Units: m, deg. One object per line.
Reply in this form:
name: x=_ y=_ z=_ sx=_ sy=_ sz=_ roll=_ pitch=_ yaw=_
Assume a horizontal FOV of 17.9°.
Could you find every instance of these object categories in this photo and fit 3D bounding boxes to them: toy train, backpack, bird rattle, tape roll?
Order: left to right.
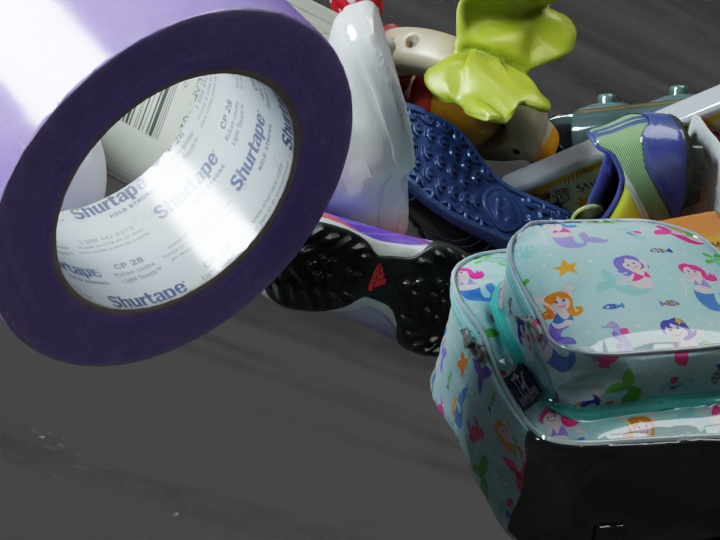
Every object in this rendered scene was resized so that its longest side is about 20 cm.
tape roll: x=-0.107 y=-0.059 z=1.083 sx=0.199 sy=0.201 sz=0.085 roll=10 pitch=29 yaw=-49
bird rattle: x=0.047 y=-0.120 z=1.495 sx=0.199 sy=0.113 sz=0.163 roll=3 pitch=-31 yaw=32
backpack: x=0.133 y=0.055 z=1.258 sx=0.176 sy=0.152 sz=0.200 roll=-2 pitch=26 yaw=-19
toy train: x=0.212 y=-0.086 z=1.554 sx=0.199 sy=0.086 sz=0.114 roll=-3 pitch=-1 yaw=21

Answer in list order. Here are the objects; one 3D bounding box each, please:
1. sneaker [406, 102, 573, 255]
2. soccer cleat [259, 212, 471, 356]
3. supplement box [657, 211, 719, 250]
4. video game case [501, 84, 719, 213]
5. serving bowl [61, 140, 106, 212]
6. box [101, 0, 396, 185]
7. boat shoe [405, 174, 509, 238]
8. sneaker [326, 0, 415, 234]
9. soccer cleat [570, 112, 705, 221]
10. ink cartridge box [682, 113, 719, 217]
sneaker: x=0.060 y=-0.032 z=1.460 sx=0.199 sy=0.078 sz=0.070 roll=34 pitch=48 yaw=-26
soccer cleat: x=0.000 y=0.000 z=1.332 sx=0.199 sy=0.069 sz=0.073 roll=16 pitch=10 yaw=-44
supplement box: x=0.228 y=0.056 z=1.334 sx=0.066 sy=0.069 sz=0.200 roll=-9 pitch=49 yaw=-31
video game case: x=0.222 y=-0.035 z=1.506 sx=0.182 sy=0.199 sz=0.023 roll=45 pitch=39 yaw=-33
serving bowl: x=-0.216 y=-0.092 z=1.206 sx=0.199 sy=0.066 sz=0.200 roll=28 pitch=19 yaw=-10
box: x=-0.088 y=-0.113 z=1.371 sx=0.127 sy=0.110 sz=0.200 roll=28 pitch=15 yaw=22
boat shoe: x=0.105 y=-0.033 z=1.570 sx=0.199 sy=0.068 sz=0.072 roll=18 pitch=23 yaw=-37
sneaker: x=-0.018 y=-0.073 z=1.300 sx=0.088 sy=0.200 sz=0.076 roll=-10 pitch=58 yaw=-5
soccer cleat: x=0.161 y=-0.009 z=1.440 sx=0.083 sy=0.201 sz=0.065 roll=-4 pitch=32 yaw=-15
ink cartridge box: x=0.243 y=0.026 z=1.434 sx=0.057 sy=0.201 sz=0.163 roll=-6 pitch=40 yaw=-24
